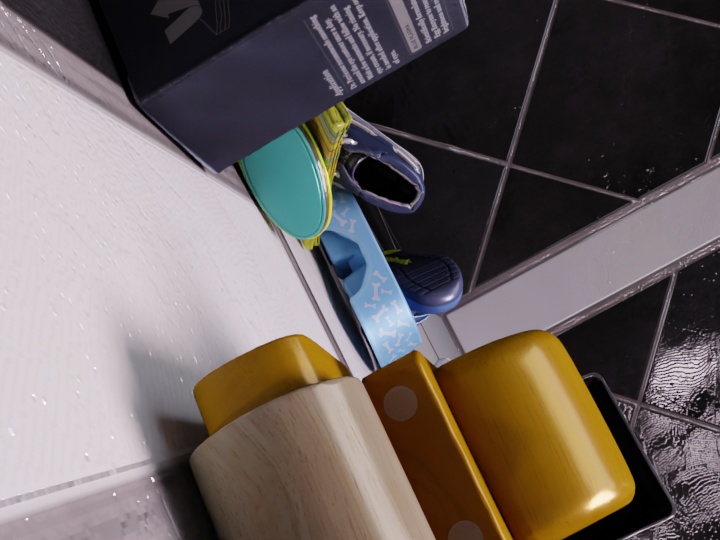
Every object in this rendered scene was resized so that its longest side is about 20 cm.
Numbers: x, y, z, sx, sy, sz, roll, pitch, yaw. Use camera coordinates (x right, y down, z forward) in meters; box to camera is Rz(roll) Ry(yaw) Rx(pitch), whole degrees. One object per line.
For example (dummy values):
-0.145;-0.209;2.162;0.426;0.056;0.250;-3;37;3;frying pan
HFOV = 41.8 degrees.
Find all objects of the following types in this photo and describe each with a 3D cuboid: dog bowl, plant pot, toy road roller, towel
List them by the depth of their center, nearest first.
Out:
0.033;0.084;0.389;0.124;0.145;0.200;63;5;18;toy road roller
-0.044;-0.100;0.804;0.201;0.018;0.087;110;-40;-61;towel
0.000;0.000;0.922;0.202;0.049;0.112;63;-3;17;dog bowl
0.252;0.284;1.229;0.178;0.198;0.201;96;-29;-62;plant pot

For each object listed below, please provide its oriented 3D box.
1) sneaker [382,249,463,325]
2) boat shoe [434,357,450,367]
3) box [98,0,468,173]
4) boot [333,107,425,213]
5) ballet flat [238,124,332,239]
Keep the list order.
0.054;0.028;1.016;0.200;0.073;0.083;16;-59;67;sneaker
0.108;0.158;1.154;0.068;0.072;0.200;28;-14;13;boat shoe
-0.066;-0.206;0.599;0.198;0.198;0.117;64;7;21;box
-0.026;-0.119;0.869;0.198;0.073;0.090;26;11;-6;boot
-0.079;-0.120;0.748;0.201;0.066;0.067;58;16;-19;ballet flat
